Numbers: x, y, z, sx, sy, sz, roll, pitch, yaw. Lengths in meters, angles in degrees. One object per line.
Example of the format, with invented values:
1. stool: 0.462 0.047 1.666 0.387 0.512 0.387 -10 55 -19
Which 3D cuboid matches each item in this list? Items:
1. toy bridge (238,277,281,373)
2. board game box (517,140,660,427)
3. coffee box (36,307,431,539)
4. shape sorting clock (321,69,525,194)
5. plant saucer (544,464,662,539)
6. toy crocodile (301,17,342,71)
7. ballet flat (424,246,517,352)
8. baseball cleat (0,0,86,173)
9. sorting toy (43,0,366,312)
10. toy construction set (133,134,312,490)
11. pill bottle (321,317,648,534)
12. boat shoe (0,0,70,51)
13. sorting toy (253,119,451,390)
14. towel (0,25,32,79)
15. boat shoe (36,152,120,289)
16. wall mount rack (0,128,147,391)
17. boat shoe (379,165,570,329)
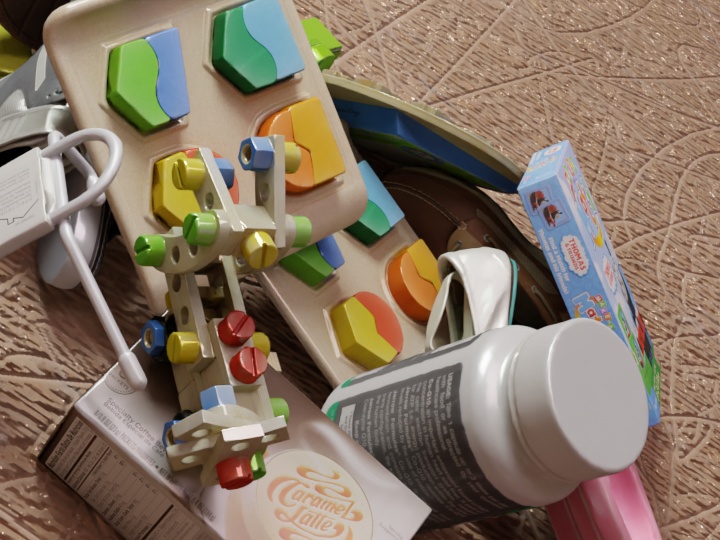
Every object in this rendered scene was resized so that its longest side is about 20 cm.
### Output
1. toy bridge: -0.086 0.064 1.104 0.067 0.027 0.201 8 48 -36
2. board game box: 0.177 0.009 1.267 0.201 0.036 0.151 65 15 -9
3. coffee box: -0.074 0.127 0.985 0.200 0.080 0.114 42 50 1
4. shape sorting clock: 0.041 -0.109 1.301 0.199 0.039 0.200 22 -2 1
5. plant saucer: 0.163 0.156 1.158 0.201 0.051 0.201 60 15 -27
6. toy crocodile: -0.077 -0.168 1.337 0.068 0.062 0.200 45 31 6
7. ballet flat: 0.076 0.076 1.186 0.069 0.069 0.201 16 64 -31
8. baseball cleat: -0.179 -0.123 1.083 0.070 0.200 0.106 44 2 -44
9. sorting toy: -0.091 -0.096 1.072 0.185 0.036 0.201 -26 102 -35
10. toy construction set: -0.071 0.036 0.902 0.092 0.131 0.201 16 53 -28
11. pill bottle: 0.075 0.100 1.049 0.113 0.200 0.114 18 63 -39
12. boat shoe: -0.210 -0.199 1.220 0.075 0.075 0.202 54 18 28
13. sorting toy: 0.000 0.000 1.197 0.201 0.036 0.185 59 35 -5
14. towel: -0.292 -0.215 1.219 0.086 0.018 0.201 9 47 -32
15. boat shoe: -0.173 -0.055 1.122 0.066 0.070 0.200 23 31 -23
16. wall mount rack: -0.202 0.012 0.949 0.075 0.199 0.174 53 13 -43
17. boat shoe: 0.091 -0.006 1.304 0.200 0.076 0.074 34 39 -9
